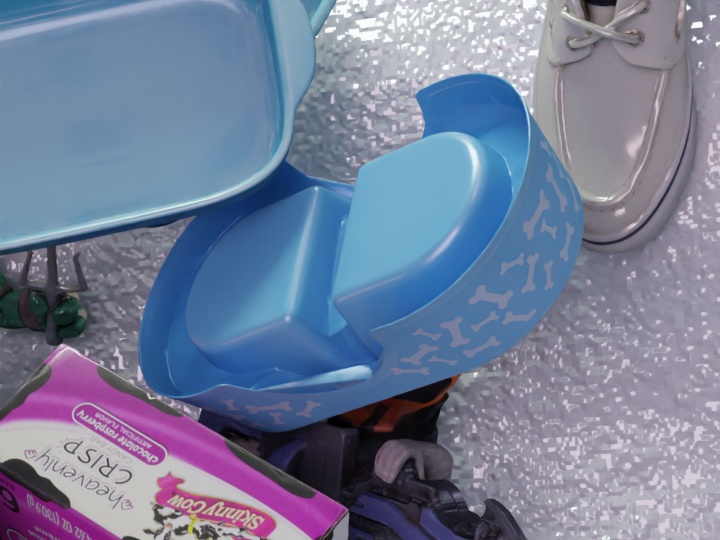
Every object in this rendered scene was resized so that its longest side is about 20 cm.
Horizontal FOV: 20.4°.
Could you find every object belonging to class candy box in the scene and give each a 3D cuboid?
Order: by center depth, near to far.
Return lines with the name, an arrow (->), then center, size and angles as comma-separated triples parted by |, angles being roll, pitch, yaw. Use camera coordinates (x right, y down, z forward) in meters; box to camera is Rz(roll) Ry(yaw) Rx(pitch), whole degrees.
candy box -> -0.071, 0.136, 0.788 | 0.136, 0.200, 0.061 | 27, 57, 23

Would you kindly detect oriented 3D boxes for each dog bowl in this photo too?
dog bowl -> 0.000, 0.000, 0.764 | 0.200, 0.050, 0.112 | -21, 44, 37

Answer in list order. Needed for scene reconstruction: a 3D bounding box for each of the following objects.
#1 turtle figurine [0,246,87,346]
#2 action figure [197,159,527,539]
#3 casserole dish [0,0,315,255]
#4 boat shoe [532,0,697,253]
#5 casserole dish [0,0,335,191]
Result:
turtle figurine -> -0.202, 0.011, 0.911 | 0.149, 0.101, 0.201 | 14, 88, -19
action figure -> 0.028, 0.069, 0.813 | 0.200, 0.104, 0.194 | 25, 97, 43
casserole dish -> -0.113, -0.066, 0.805 | 0.199, 0.039, 0.122 | -11, 71, 5
boat shoe -> 0.104, -0.109, 0.823 | 0.071, 0.070, 0.201 | 7, 84, 21
casserole dish -> -0.085, -0.103, 0.873 | 0.121, 0.039, 0.200 | 28, 71, 8
